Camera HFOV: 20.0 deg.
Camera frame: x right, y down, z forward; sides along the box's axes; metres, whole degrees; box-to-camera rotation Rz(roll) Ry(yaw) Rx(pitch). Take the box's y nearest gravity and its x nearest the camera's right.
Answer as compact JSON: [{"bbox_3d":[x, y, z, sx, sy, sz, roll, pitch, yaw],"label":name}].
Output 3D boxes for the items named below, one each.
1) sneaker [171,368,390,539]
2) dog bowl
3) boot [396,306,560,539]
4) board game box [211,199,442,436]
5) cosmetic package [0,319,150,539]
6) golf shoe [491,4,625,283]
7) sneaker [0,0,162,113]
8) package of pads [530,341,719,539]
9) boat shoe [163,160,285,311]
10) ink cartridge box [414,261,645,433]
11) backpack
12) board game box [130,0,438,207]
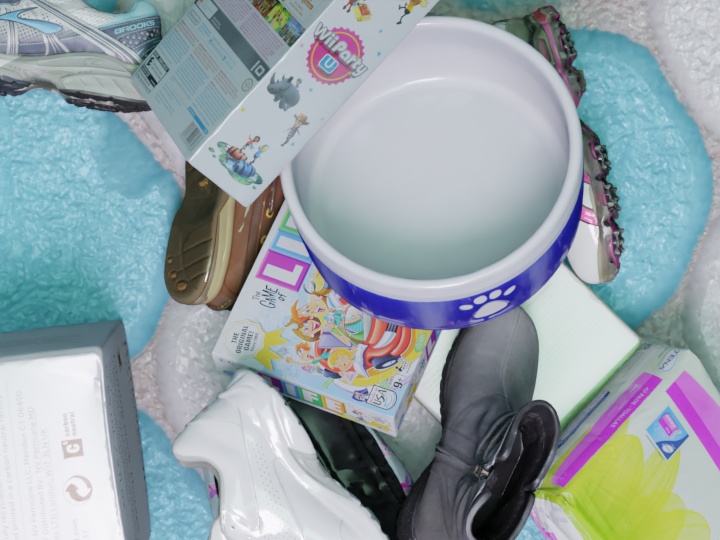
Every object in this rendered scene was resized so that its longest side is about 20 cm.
[{"bbox_3d":[-0.049,0.168,1.332,0.099,0.078,0.200,-37,83,-11],"label":"sneaker"},{"bbox_3d":[0.050,-0.064,1.360,0.199,0.079,0.201,-3,66,7],"label":"dog bowl"},{"bbox_3d":[0.098,0.102,1.356,0.070,0.132,0.201,22,68,-15],"label":"boot"},{"bbox_3d":[0.000,0.000,1.402,0.134,0.034,0.200,18,66,14],"label":"board game box"},{"bbox_3d":[-0.237,0.131,1.378,0.166,0.200,0.168,-7,95,-2],"label":"cosmetic package"},{"bbox_3d":[0.129,-0.082,1.455,0.092,0.073,0.201,-18,87,12],"label":"golf shoe"},{"bbox_3d":[-0.234,-0.167,1.430,0.199,0.078,0.087,10,81,-11],"label":"sneaker"},{"bbox_3d":[0.213,0.174,1.427,0.155,0.068,0.200,-45,114,-20],"label":"package of pads"},{"bbox_3d":[-0.082,-0.068,1.446,0.067,0.072,0.201,17,84,-37],"label":"boat shoe"},{"bbox_3d":[0.086,0.037,1.468,0.146,0.048,0.200,-45,84,0],"label":"ink cartridge box"},{"bbox_3d":[-0.036,0.172,1.431,0.167,0.127,0.200,-29,93,-14],"label":"backpack"},{"bbox_3d":[-0.049,-0.159,1.344,0.200,0.148,0.064,-48,126,8],"label":"board game box"}]
